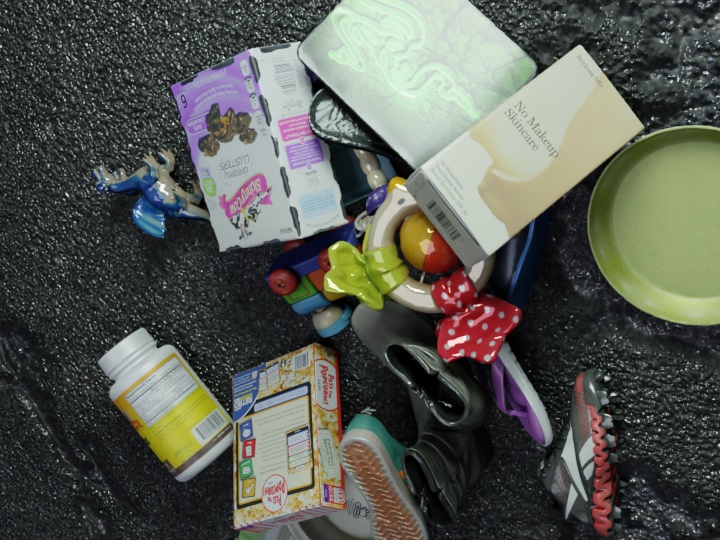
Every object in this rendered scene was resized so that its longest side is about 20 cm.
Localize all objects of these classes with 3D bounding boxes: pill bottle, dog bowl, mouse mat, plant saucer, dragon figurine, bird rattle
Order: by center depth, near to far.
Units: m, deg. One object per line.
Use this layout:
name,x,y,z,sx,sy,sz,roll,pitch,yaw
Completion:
plant saucer,0.321,-0.044,0.899,0.199,0.031,0.201,11,116,23
bird rattle,0.068,-0.003,0.918,0.199,0.113,0.164,23,111,22
mouse mat,0.055,-0.208,0.927,0.200,0.008,0.161,44,91,9
plant saucer,-0.046,-0.101,1.081,0.199,0.019,0.070,-21,101,35
dragon figurine,-0.247,-0.082,1.174,0.200,0.059,0.100,42,125,7
dog bowl,-0.005,0.294,1.202,0.199,0.074,0.201,11,116,24
pill bottle,-0.264,0.179,1.269,0.109,0.109,0.200,-39,90,35

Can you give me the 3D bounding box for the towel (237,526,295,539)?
towel,-0.086,0.418,1.334,0.200,0.031,0.150,31,121,16

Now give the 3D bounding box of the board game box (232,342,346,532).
board game box,-0.093,0.208,1.155,0.151,0.046,0.201,-23,58,35

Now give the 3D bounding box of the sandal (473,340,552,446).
sandal,0.145,0.108,1.031,0.050,0.082,0.203,-28,87,-5

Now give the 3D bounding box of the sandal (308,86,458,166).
sandal,0.046,-0.144,0.945,0.199,0.048,0.076,7,83,-2

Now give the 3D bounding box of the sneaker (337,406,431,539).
sneaker,0.040,0.248,1.084,0.071,0.080,0.201,-11,115,25

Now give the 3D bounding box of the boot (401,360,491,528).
boot,0.082,0.178,1.058,0.067,0.131,0.201,-19,102,33

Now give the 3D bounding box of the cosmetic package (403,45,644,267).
cosmetic package,0.151,-0.105,0.864,0.105,0.200,0.071,50,167,0

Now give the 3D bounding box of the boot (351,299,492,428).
boot,0.053,0.087,0.977,0.200,0.131,0.068,41,93,24

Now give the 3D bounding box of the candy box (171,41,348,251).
candy box,-0.113,-0.130,1.030,0.167,0.071,0.201,-7,101,50

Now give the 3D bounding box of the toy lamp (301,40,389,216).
toy lamp,-0.010,-0.159,0.995,0.058,0.058,0.201,-30,80,35

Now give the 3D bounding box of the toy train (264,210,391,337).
toy train,0.000,0.000,1.073,0.199,0.085,0.116,-23,116,26

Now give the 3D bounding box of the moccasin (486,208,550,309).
moccasin,0.155,-0.044,0.972,0.068,0.080,0.201,17,105,25

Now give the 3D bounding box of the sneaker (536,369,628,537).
sneaker,0.239,0.200,1.027,0.097,0.071,0.201,2,114,25
